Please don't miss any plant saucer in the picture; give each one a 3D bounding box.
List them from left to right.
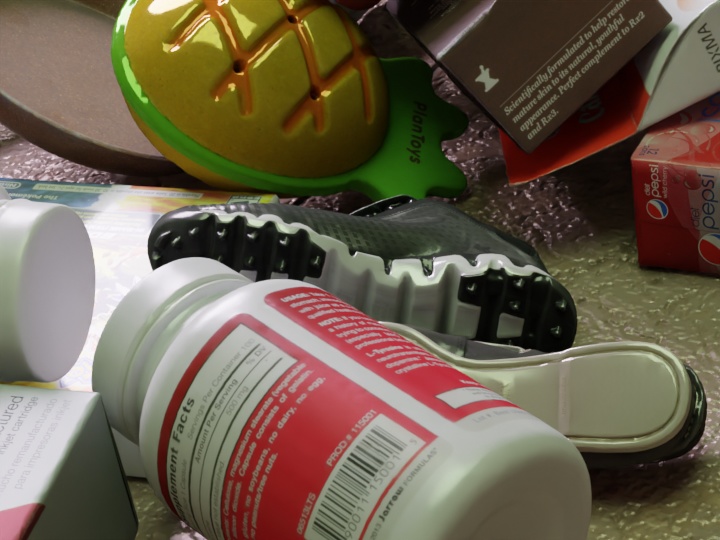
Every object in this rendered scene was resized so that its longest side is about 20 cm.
[{"bbox_3d":[-0.150,-0.114,1.198,0.200,0.035,0.200,23,30,-14],"label":"plant saucer"}]

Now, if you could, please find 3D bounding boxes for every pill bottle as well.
[{"bbox_3d":[-0.224,0.004,0.960,0.200,0.109,0.109,4,35,18],"label":"pill bottle"},{"bbox_3d":[-0.015,0.072,0.866,0.112,0.112,0.200,-32,44,-31],"label":"pill bottle"}]

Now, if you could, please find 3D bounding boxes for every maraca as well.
[{"bbox_3d":[-0.034,-0.091,1.125,0.200,0.107,0.137,18,51,-16],"label":"maraca"}]

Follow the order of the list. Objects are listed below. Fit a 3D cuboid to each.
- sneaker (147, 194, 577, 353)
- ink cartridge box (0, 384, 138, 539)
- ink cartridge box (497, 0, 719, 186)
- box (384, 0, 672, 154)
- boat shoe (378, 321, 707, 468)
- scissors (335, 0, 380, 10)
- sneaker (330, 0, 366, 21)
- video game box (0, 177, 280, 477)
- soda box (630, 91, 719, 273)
[{"bbox_3d":[0.000,0.000,1.018,0.200,0.067,0.091,9,23,-3],"label":"sneaker"},{"bbox_3d":[-0.213,0.117,0.879,0.200,0.083,0.146,3,39,18],"label":"ink cartridge box"},{"bbox_3d":[0.152,-0.128,1.104,0.200,0.050,0.162,-25,19,9],"label":"ink cartridge box"},{"bbox_3d":[0.082,-0.135,1.128,0.100,0.075,0.200,-43,13,5],"label":"box"},{"bbox_3d":[0.053,0.062,0.946,0.200,0.057,0.067,1,70,22],"label":"boat shoe"},{"bbox_3d":[0.034,-0.188,1.274,0.200,0.014,0.073,-15,59,-45],"label":"scissors"},{"bbox_3d":[-0.038,-0.168,1.265,0.082,0.074,0.200,42,32,-1],"label":"sneaker"},{"bbox_3d":[-0.158,0.021,1.056,0.200,0.047,0.182,4,38,19],"label":"video game box"},{"bbox_3d":[0.200,-0.077,1.103,0.070,0.063,0.200,7,36,23],"label":"soda box"}]
